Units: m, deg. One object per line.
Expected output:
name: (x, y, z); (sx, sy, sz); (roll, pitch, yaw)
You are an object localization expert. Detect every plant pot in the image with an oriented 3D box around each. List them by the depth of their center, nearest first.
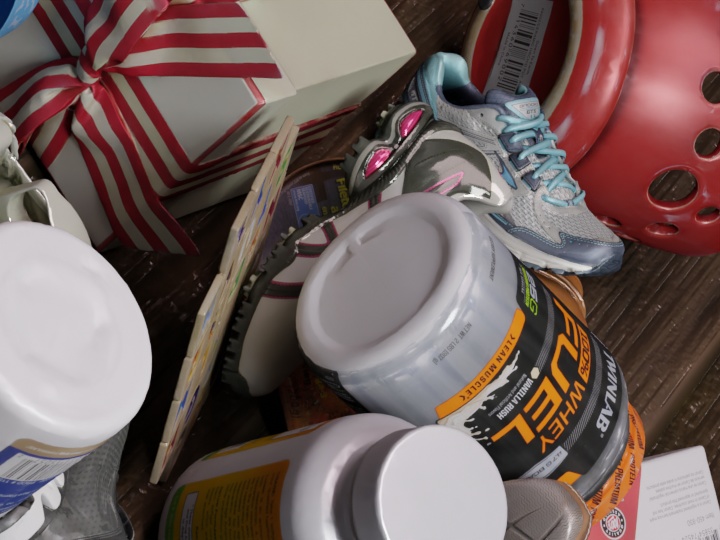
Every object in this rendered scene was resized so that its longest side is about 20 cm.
plant pot: (0.179, -0.124, 1.893); (0.182, 0.200, 0.201); (15, 53, -33)

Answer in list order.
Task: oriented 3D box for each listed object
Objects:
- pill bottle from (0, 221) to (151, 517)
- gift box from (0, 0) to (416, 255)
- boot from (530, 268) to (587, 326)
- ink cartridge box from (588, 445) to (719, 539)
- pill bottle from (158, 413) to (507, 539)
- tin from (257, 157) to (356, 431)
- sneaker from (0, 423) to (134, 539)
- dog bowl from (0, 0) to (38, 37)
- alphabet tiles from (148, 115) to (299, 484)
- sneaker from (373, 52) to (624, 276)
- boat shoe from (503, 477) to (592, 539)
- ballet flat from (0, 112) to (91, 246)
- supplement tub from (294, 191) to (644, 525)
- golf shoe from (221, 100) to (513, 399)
pill bottle: (-0.197, 0.068, 1.337); (0.111, 0.200, 0.111); (25, 48, -31)
gift box: (-0.094, -0.124, 1.627); (0.186, 0.185, 0.200); (-21, 71, -51)
boot: (0.046, 0.011, 1.765); (0.199, 0.074, 0.155); (25, 21, 2)
ink cartridge box: (0.159, 0.219, 1.685); (0.146, 0.083, 0.201); (-10, 85, -48)
pill bottle: (-0.013, 0.136, 1.494); (0.111, 0.200, 0.112); (8, 75, -33)
tin: (0.002, 0.034, 1.660); (0.042, 0.111, 0.201); (42, 35, -81)
sneaker: (-0.154, 0.115, 1.495); (0.091, 0.066, 0.200); (61, 25, -21)
dog bowl: (-0.253, -0.206, 1.577); (0.200, 0.112, 0.050); (48, 24, 10)
alphabet tiles: (-0.074, 0.018, 1.549); (0.006, 0.201, 0.167); (21, 42, 2)
sneaker: (0.092, -0.068, 1.787); (0.200, 0.087, 0.077); (38, 24, 30)
boat shoe: (0.065, 0.177, 1.561); (0.072, 0.200, 0.076); (-7, 60, -45)
ballet flat: (-0.199, -0.046, 1.559); (0.200, 0.069, 0.069); (52, 39, -3)
supplement tub: (0.066, 0.058, 1.552); (0.200, 0.122, 0.123); (42, 38, -38)
golf shoe: (0.000, 0.000, 1.602); (0.088, 0.200, 0.077); (37, -4, 15)
